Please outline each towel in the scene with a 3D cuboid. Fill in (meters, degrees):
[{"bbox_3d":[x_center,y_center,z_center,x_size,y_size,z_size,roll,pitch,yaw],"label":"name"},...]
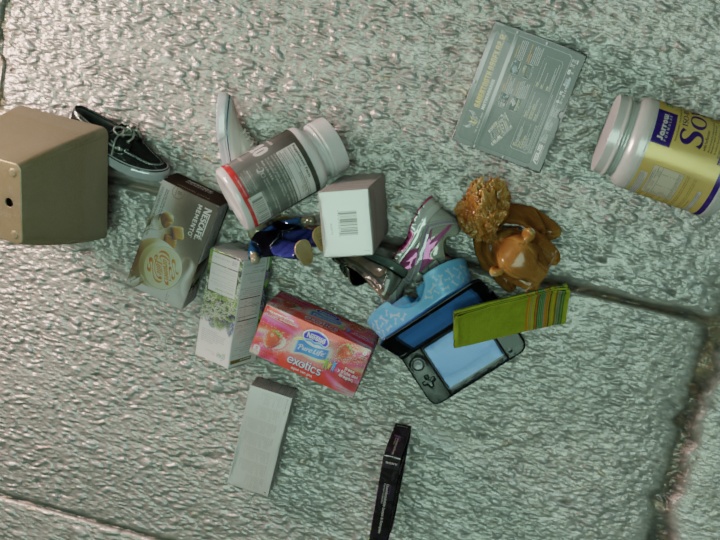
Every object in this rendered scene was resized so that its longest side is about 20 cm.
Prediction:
[{"bbox_3d":[0.248,0.078,1.576,0.198,0.018,0.087,-13,131,-7],"label":"towel"}]

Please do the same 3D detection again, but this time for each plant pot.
[{"bbox_3d":[-0.557,-0.145,1.607,0.198,0.177,0.202,16,114,19],"label":"plant pot"}]

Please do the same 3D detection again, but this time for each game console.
[{"bbox_3d":[0.158,0.124,1.609,0.199,0.118,0.172,-33,97,11],"label":"game console"}]

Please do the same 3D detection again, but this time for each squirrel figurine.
[{"bbox_3d":[0.226,-0.051,1.526,0.141,0.187,0.200,-43,95,16],"label":"squirrel figurine"}]

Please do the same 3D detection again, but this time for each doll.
[{"bbox_3d":[-0.127,-0.055,1.606,0.136,0.199,0.049,-38,118,-26],"label":"doll"}]

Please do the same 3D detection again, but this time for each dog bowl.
[{"bbox_3d":[0.105,0.057,1.607,0.199,0.111,0.050,-35,70,16],"label":"dog bowl"}]

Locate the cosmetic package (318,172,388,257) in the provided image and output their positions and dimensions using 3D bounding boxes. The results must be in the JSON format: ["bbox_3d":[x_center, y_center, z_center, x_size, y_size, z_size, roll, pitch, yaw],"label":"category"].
[{"bbox_3d":[-0.007,-0.092,1.551,0.084,0.200,0.109,-3,101,8],"label":"cosmetic package"}]

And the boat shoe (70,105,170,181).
[{"bbox_3d":[-0.413,-0.223,1.654,0.198,0.074,0.069,30,121,11],"label":"boat shoe"}]

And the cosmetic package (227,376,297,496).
[{"bbox_3d":[-0.178,0.303,1.748,0.082,0.051,0.202,17,105,7],"label":"cosmetic package"}]

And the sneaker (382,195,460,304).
[{"bbox_3d":[0.102,-0.019,1.612,0.088,0.081,0.201,29,107,3],"label":"sneaker"}]

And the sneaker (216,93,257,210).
[{"bbox_3d":[-0.201,-0.203,1.632,0.070,0.073,0.202,-6,111,1],"label":"sneaker"}]

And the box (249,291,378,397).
[{"bbox_3d":[-0.077,0.125,1.665,0.198,0.103,0.096,24,105,5],"label":"box"}]

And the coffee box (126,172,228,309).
[{"bbox_3d":[-0.316,-0.052,1.673,0.113,0.080,0.202,25,106,3],"label":"coffee box"}]

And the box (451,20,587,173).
[{"bbox_3d":[0.253,-0.278,1.543,0.157,0.048,0.202,21,105,5],"label":"box"}]

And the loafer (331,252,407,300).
[{"bbox_3d":[0.000,0.000,1.578,0.072,0.199,0.063,31,83,-31],"label":"loafer"}]

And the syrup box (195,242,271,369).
[{"bbox_3d":[-0.222,0.061,1.674,0.078,0.081,0.202,19,108,30],"label":"syrup box"}]

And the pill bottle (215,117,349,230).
[{"bbox_3d":[-0.126,-0.162,1.570,0.199,0.114,0.115,-31,97,-12],"label":"pill bottle"}]

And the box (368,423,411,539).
[{"bbox_3d":[0.049,0.388,1.683,0.036,0.143,0.202,13,104,7],"label":"box"}]

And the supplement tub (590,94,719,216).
[{"bbox_3d":[0.471,-0.180,1.479,0.198,0.145,0.147,20,105,4],"label":"supplement tub"}]
